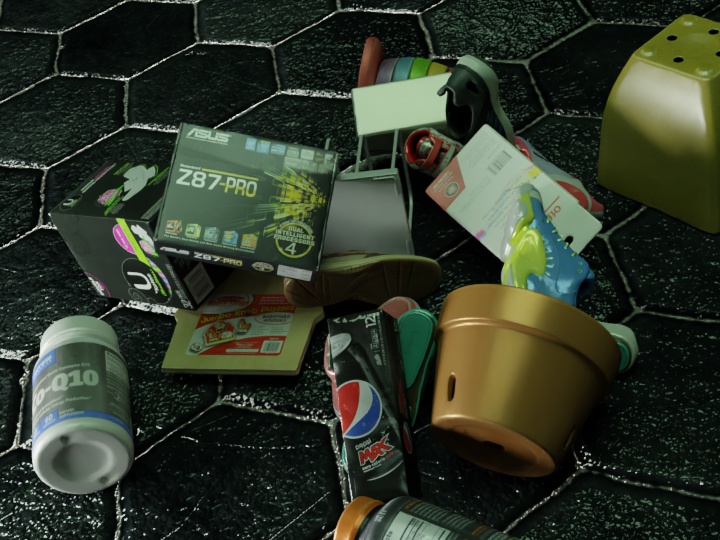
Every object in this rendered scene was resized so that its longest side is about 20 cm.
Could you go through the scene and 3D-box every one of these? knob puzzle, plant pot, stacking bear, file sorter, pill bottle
[{"bbox_3d":[-0.139,0.061,1.583,0.219,0.030,0.220,-9,41,8],"label":"knob puzzle"},{"bbox_3d":[0.160,0.125,1.318,0.200,0.200,0.140,9,63,25],"label":"plant pot"},{"bbox_3d":[0.427,-0.205,1.596,0.194,0.200,0.195,-38,45,-25],"label":"plant pot"},{"bbox_3d":[0.103,-0.257,1.825,0.200,0.122,0.114,8,62,11],"label":"stacking bear"},{"bbox_3d":[-0.036,-0.096,1.652,0.200,0.139,0.125,-6,39,9],"label":"file sorter"},{"bbox_3d":[-0.327,0.152,1.469,0.114,0.114,0.200,-16,40,-2],"label":"pill bottle"},{"bbox_3d":[0.072,0.283,1.210,0.200,0.106,0.106,17,49,31],"label":"pill bottle"}]

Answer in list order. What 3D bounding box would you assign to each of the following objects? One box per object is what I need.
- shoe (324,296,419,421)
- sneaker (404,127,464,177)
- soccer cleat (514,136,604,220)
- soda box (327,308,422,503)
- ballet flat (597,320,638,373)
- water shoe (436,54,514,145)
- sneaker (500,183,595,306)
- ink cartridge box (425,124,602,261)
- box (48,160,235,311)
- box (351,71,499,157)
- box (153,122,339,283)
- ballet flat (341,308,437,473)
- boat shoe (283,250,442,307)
[{"bbox_3d":[0.018,0.081,1.468,0.071,0.091,0.200,8,45,24],"label":"shoe"},{"bbox_3d":[0.136,-0.126,1.651,0.201,0.108,0.067,42,107,49],"label":"sneaker"},{"bbox_3d":[0.247,-0.117,1.664,0.076,0.067,0.200,7,27,-25],"label":"soccer cleat"},{"bbox_3d":[0.015,0.146,1.330,0.063,0.071,0.200,-12,75,13],"label":"soda box"},{"bbox_3d":[0.223,0.074,1.449,0.200,0.070,0.069,11,46,21],"label":"ballet flat"},{"bbox_3d":[0.141,-0.194,1.615,0.079,0.200,0.071,-46,56,-13],"label":"water shoe"},{"bbox_3d":[0.216,-0.012,1.445,0.105,0.076,0.200,11,54,0],"label":"sneaker"},{"bbox_3d":[0.194,-0.071,1.551,0.117,0.067,0.200,-48,69,4],"label":"ink cartridge box"},{"bbox_3d":[-0.274,-0.049,1.634,0.200,0.149,0.124,7,44,40],"label":"box"},{"bbox_3d":[0.092,-0.219,1.733,0.200,0.068,0.082,-8,69,5],"label":"box"},{"bbox_3d":[-0.135,-0.082,1.513,0.200,0.049,0.162,11,66,-3],"label":"box"},{"bbox_3d":[0.042,0.140,1.399,0.067,0.070,0.200,22,85,19],"label":"ballet flat"},{"bbox_3d":[0.000,0.000,1.568,0.200,0.072,0.072,-7,35,-8],"label":"boat shoe"}]
